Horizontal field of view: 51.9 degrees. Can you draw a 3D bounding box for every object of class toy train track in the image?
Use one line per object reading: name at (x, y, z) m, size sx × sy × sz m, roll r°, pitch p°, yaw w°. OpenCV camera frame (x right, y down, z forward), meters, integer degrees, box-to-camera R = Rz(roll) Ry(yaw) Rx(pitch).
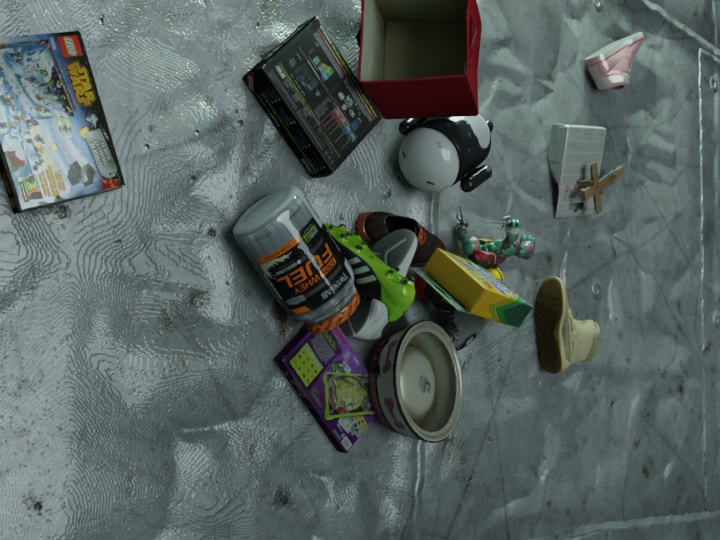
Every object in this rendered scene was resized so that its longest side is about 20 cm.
toy train track at (0.547, -0.201, 1.694) m, size 0.199 × 0.032 × 0.116 m, roll -29°, pitch 114°, yaw -40°

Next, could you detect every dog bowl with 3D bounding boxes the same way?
dog bowl at (0.092, 0.190, 1.256) m, size 0.199 × 0.073 × 0.203 m, roll 18°, pitch 67°, yaw -48°

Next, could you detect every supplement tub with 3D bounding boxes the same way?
supplement tub at (-0.090, -0.013, 1.101) m, size 0.123 × 0.122 × 0.201 m, roll -49°, pitch 117°, yaw -32°

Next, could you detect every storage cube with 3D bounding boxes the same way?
storage cube at (0.103, -0.362, 1.220) m, size 0.180 × 0.197 × 0.174 m, roll 27°, pitch 65°, yaw -72°

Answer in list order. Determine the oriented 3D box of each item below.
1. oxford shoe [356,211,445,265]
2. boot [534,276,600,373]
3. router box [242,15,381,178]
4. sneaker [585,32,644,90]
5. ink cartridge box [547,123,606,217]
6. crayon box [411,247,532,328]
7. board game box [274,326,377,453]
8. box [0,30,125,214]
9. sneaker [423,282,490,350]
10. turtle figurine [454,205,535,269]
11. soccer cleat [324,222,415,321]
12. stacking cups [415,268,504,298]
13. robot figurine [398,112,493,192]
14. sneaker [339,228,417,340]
oxford shoe at (0.087, -0.053, 1.289) m, size 0.198 × 0.072 × 0.072 m, roll 15°, pitch 77°, yaw -39°
boot at (0.449, 0.109, 1.589) m, size 0.154 × 0.072 × 0.203 m, roll -7°, pitch 93°, yaw -40°
router box at (-0.072, -0.273, 1.175) m, size 0.150 × 0.062 × 0.201 m, roll -50°, pitch 117°, yaw -31°
sneaker at (0.624, -0.497, 1.785) m, size 0.199 × 0.075 × 0.106 m, roll -33°, pitch 103°, yaw -29°
ink cartridge box at (0.483, -0.226, 1.676) m, size 0.159 × 0.050 × 0.203 m, roll -7°, pitch 109°, yaw -41°
crayon box at (0.191, 0.029, 1.246) m, size 0.199 × 0.126 × 0.052 m, roll 17°, pitch 111°, yaw -49°
board game box at (-0.044, 0.178, 1.188) m, size 0.120 × 0.032 × 0.201 m, roll -44°, pitch 115°, yaw -30°
box at (-0.386, -0.185, 0.912) m, size 0.136 × 0.040 × 0.203 m, roll -20°, pitch 100°, yaw -39°
sneaker at (0.163, 0.092, 1.321) m, size 0.199 × 0.075 × 0.116 m, roll 19°, pitch 109°, yaw -44°
turtle figurine at (0.238, -0.052, 1.379) m, size 0.199 × 0.148 × 0.102 m, roll 13°, pitch 91°, yaw -50°
soccer cleat at (0.000, 0.000, 1.169) m, size 0.067 × 0.200 × 0.082 m, roll -10°, pitch 135°, yaw -56°
stacking cups at (0.178, 0.026, 1.381) m, size 0.198 × 0.060 × 0.062 m, roll -3°, pitch 89°, yaw -36°
robot figurine at (0.155, -0.220, 1.331) m, size 0.200 × 0.149 × 0.126 m, roll -38°, pitch 128°, yaw -36°
sneaker at (0.039, 0.025, 1.230) m, size 0.080 × 0.070 × 0.202 m, roll 26°, pitch 95°, yaw -50°
